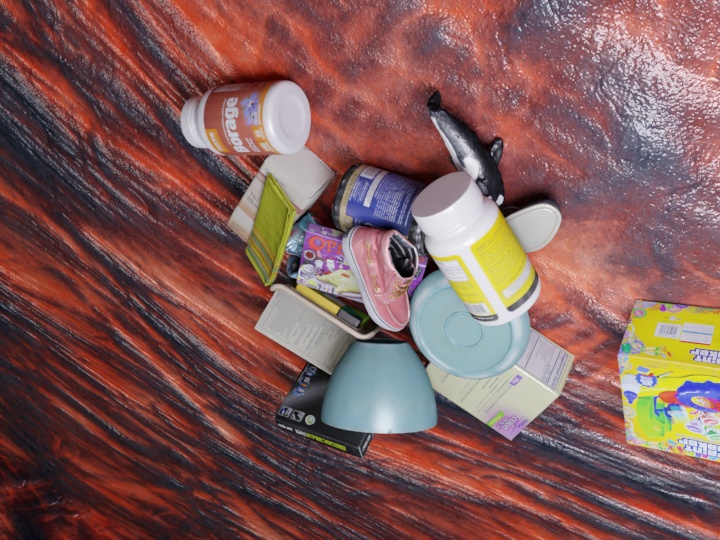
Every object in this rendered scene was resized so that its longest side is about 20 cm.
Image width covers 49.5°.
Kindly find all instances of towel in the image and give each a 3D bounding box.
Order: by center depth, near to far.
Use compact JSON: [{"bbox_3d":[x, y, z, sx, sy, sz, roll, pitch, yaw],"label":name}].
[{"bbox_3d":[-0.153,-0.063,1.300,0.086,0.018,0.201,53,145,22],"label":"towel"}]

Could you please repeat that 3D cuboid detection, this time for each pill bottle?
[{"bbox_3d":[0.160,-0.030,1.088,0.114,0.115,0.201,-10,126,41],"label":"pill bottle"},{"bbox_3d":[0.066,-0.087,1.207,0.198,0.112,0.113,20,137,19],"label":"pill bottle"},{"bbox_3d":[-0.186,-0.240,1.243,0.198,0.112,0.113,4,130,33],"label":"pill bottle"}]

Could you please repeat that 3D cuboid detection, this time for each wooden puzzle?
[{"bbox_3d":[-0.054,0.063,1.417,0.199,0.185,0.038,27,94,6],"label":"wooden puzzle"}]

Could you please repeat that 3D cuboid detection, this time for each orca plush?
[{"bbox_3d":[0.165,-0.173,1.113,0.201,0.071,0.105,56,-179,-15],"label":"orca plush"}]

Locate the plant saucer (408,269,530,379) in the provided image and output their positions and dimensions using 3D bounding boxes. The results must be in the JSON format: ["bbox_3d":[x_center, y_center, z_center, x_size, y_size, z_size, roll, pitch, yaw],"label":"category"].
[{"bbox_3d":[0.166,0.089,1.232,0.198,0.027,0.202,9,116,18],"label":"plant saucer"}]

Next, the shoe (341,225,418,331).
[{"bbox_3d":[0.049,0.018,1.189,0.090,0.072,0.201,6,134,42],"label":"shoe"}]

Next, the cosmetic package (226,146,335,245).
[{"bbox_3d":[-0.140,-0.121,1.341,0.103,0.087,0.200,40,140,-1],"label":"cosmetic package"}]

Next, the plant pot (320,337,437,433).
[{"bbox_3d":[0.034,0.187,1.327,0.198,0.199,0.137,3,92,33],"label":"plant pot"}]

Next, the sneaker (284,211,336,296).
[{"bbox_3d":[-0.086,-0.016,1.367,0.079,0.095,0.201,54,173,42],"label":"sneaker"}]

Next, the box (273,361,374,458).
[{"bbox_3d":[-0.040,0.248,1.530,0.191,0.201,0.048,12,141,27],"label":"box"}]

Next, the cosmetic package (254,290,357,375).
[{"bbox_3d":[-0.093,0.121,1.512,0.199,0.104,0.073,31,173,8],"label":"cosmetic package"}]

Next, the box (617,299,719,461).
[{"bbox_3d":[0.493,0.163,1.131,0.198,0.122,0.194,5,132,32],"label":"box"}]

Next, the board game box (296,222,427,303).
[{"bbox_3d":[0.000,0.000,1.272,0.198,0.032,0.121,16,129,2],"label":"board game box"}]

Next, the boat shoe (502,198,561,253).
[{"bbox_3d":[0.232,-0.053,1.160,0.075,0.062,0.200,34,142,-1],"label":"boat shoe"}]

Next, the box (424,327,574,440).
[{"bbox_3d":[0.230,0.166,1.341,0.199,0.097,0.176,34,140,5],"label":"box"}]
